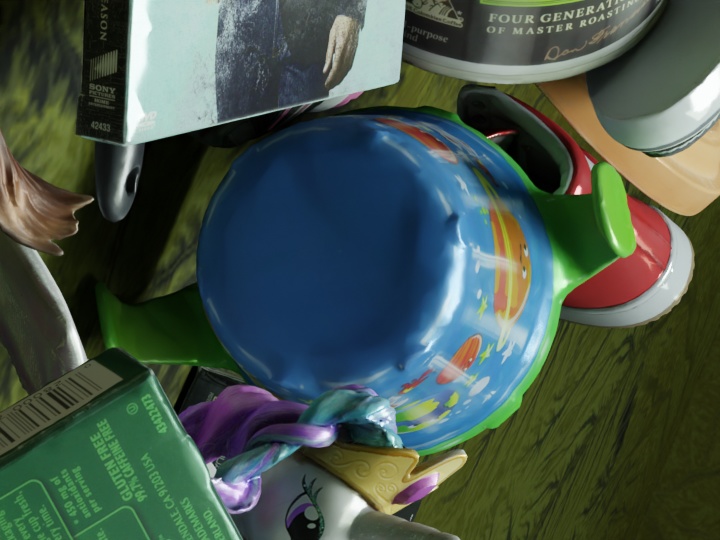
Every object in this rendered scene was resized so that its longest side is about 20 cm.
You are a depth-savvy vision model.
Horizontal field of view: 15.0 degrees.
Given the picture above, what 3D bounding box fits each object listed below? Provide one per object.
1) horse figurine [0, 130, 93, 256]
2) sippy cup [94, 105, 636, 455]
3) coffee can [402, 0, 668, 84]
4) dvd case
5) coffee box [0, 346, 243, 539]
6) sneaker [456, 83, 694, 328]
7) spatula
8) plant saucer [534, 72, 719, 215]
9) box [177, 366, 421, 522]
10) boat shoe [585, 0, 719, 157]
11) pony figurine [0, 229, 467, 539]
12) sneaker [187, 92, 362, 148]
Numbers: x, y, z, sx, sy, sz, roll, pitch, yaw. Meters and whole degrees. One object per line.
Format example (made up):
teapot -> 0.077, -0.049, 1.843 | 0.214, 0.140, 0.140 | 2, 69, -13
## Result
horse figurine -> -0.149, -0.001, 0.668 | 0.200, 0.050, 0.133 | -42, 135, -44
sippy cup -> 0.000, 0.000, 0.991 | 0.178, 0.140, 0.130 | -48, 168, 4
coffee can -> 0.058, -0.189, 0.986 | 0.147, 0.146, 0.200 | -57, 163, -38
dvd case -> -0.028, -0.145, 0.819 | 0.146, 0.022, 0.201 | -17, 115, -53
coffee box -> -0.117, 0.120, 0.705 | 0.200, 0.123, 0.044 | -32, -160, -13
sneaker -> 0.028, -0.025, 1.128 | 0.112, 0.199, 0.071 | 38, 59, -49
spatula -> -0.060, -0.114, 0.829 | 0.057, 0.020, 0.201 | 11, 90, -75
plant saucer -> 0.092, -0.112, 1.155 | 0.032, 0.200, 0.200 | -39, 174, 17
box -> -0.058, 0.160, 1.218 | 0.200, 0.086, 0.164 | -65, 166, -8
boat shoe -> 0.144, -0.102, 1.087 | 0.057, 0.068, 0.200 | 63, 34, -30
pony figurine -> -0.087, 0.079, 0.822 | 0.200, 0.193, 0.167 | -43, 143, -6
sneaker -> -0.026, -0.119, 0.933 | 0.086, 0.080, 0.200 | -41, 147, -39
